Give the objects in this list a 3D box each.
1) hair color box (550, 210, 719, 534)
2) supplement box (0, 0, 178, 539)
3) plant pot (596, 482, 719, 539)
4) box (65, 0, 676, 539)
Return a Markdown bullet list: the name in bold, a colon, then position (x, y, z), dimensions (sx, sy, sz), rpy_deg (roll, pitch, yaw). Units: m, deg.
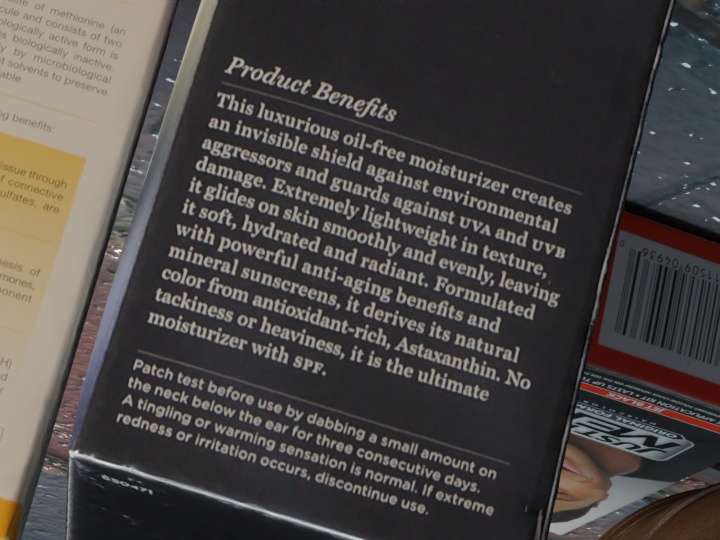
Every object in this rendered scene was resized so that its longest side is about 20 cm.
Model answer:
- **hair color box**: position (0.073, 0.039, 1.050), dimensions (0.101, 0.062, 0.200), rpy_deg (18, 161, -13)
- **supplement box**: position (-0.133, -0.020, 0.828), dimensions (0.125, 0.201, 0.074), rpy_deg (16, 157, -2)
- **plant pot**: position (0.193, 0.147, 1.089), dimensions (0.199, 0.201, 0.198), rpy_deg (18, 153, -11)
- **box**: position (0.000, 0.000, 0.791), dimensions (0.122, 0.200, 0.200), rpy_deg (17, 160, -1)
